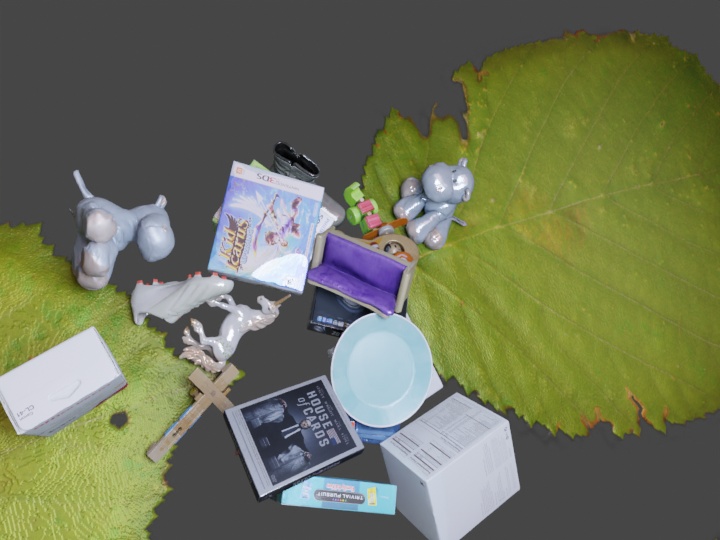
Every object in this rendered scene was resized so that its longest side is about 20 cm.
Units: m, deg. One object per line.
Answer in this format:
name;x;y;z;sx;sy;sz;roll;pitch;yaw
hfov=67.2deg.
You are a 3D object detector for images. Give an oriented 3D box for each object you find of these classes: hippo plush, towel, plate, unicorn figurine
hippo plush;0.183;-0.146;1.184;0.193;0.161;0.165;7;70;-18
hippo plush;-0.419;-0.055;0.965;0.157;0.164;0.200;1;29;-38
towel;0.036;0.221;1.029;0.107;0.048;0.208;10;86;-11
plate;0.039;0.180;0.993;0.192;0.026;0.209;0;88;-12
unicorn figurine;-0.239;0.097;1.009;0.135;0.074;0.204;32;81;-8

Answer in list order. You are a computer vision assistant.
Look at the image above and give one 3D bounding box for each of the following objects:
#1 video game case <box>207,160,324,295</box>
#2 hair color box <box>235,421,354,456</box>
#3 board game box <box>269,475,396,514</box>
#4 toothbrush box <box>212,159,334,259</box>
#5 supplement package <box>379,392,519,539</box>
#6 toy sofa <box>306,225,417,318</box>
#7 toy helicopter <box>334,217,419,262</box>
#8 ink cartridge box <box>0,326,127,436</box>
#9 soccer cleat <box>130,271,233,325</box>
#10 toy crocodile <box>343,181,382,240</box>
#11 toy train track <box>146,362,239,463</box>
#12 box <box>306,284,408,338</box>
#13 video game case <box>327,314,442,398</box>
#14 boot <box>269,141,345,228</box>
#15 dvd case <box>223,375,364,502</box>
video game case;-0.172;-0.076;0.999;0.175;0.045;0.208;13;79;-11
hair color box;-0.117;0.298;0.962;0.193;0.111;0.066;9;70;-19
board game box;-0.054;0.382;0.936;0.193;0.151;0.049;13;69;-16
toothbrush box;-0.172;-0.089;1.069;0.197;0.086;0.148;34;74;-6
supplement package;0.166;0.362;1.002;0.196;0.149;0.157;-24;110;-26
toy sofa;0.000;0.000;1.010;0.195;0.085;0.097;24;30;16
toy helicopter;0.024;-0.051;1.098;0.192;0.080;0.136;12;63;1
ink cartridge box;-0.443;0.174;0.825;0.145;0.200;0.087;-32;85;-27
soccer cleat;-0.314;0.052;0.961;0.192;0.069;0.081;-7;77;10
toy crocodile;0.025;-0.094;1.169;0.066;0.062;0.205;-23;83;-25
toy train track;-0.295;0.243;0.952;0.201;0.032;0.116;-48;125;-20
box;-0.001;0.060;1.103;0.193;0.044;0.165;15;63;-10
video game case;0.053;0.202;1.107;0.196;0.024;0.186;-25;83;-26
boot;-0.104;-0.168;1.105;0.196;0.131;0.069;32;65;-8
dvd case;-0.107;0.266;0.888;0.195;0.025;0.152;-13;54;-34
